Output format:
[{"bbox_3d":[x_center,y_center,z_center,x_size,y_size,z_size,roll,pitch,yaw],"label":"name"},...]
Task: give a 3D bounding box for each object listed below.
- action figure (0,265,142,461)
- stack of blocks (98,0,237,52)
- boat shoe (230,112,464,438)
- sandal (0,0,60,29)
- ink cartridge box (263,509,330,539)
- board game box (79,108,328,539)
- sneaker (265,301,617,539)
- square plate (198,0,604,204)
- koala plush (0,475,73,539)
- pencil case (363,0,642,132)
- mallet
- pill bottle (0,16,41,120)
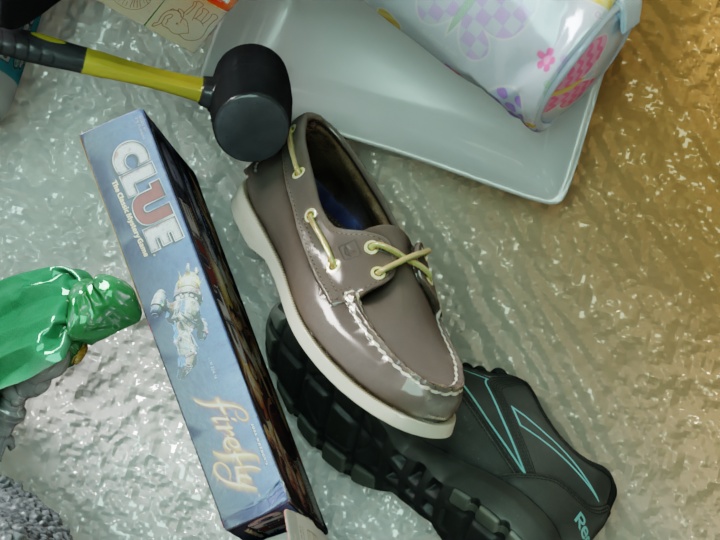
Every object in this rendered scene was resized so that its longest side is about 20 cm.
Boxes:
[{"bbox_3d":[-0.179,0.048,1.296,0.199,0.055,0.119,-27,35,36],"label":"action figure"},{"bbox_3d":[-0.072,-0.212,1.286,0.058,0.201,0.115,27,124,-24],"label":"stack of blocks"},{"bbox_3d":[0.000,0.000,1.288,0.060,0.072,0.200,-58,39,22],"label":"boat shoe"},{"bbox_3d":[-0.134,-0.164,1.332,0.043,0.200,0.076,14,120,13],"label":"sandal"},{"bbox_3d":[-0.028,0.200,1.227,0.047,0.200,0.161,-9,78,5],"label":"ink cartridge box"},{"bbox_3d":[-0.073,0.033,1.299,0.034,0.136,0.201,-22,78,2],"label":"board game box"},{"bbox_3d":[0.037,0.077,1.320,0.200,0.076,0.079,41,57,19],"label":"sneaker"},{"bbox_3d":[0.040,-0.151,1.374,0.199,0.028,0.199,17,83,11],"label":"square plate"},{"bbox_3d":[-0.177,0.216,1.261,0.177,0.183,0.201,-36,105,-39],"label":"koala plush"},{"bbox_3d":[0.042,-0.158,1.318,0.200,0.083,0.091,41,107,12],"label":"pencil case"},{"bbox_3d":[-0.126,-0.096,1.303,0.199,0.066,0.041,10,118,-17],"label":"mallet"},{"bbox_3d":[-0.214,-0.146,1.365,0.110,0.111,0.201,17,82,10],"label":"pill bottle"}]
